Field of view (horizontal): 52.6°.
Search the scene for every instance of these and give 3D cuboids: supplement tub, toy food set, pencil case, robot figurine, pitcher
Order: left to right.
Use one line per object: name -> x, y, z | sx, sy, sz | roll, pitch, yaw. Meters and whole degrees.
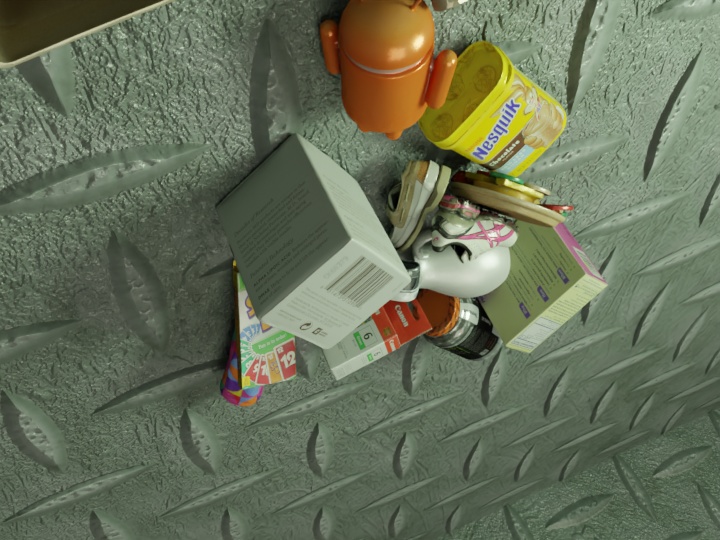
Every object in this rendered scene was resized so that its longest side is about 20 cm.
pencil case -> -0.186, 0.145, 1.243 | 0.086, 0.090, 0.202 | -5, 139, -30
robot figurine -> 0.032, -0.247, 0.861 | 0.115, 0.145, 0.202 | -29, 153, -15
pitcher -> 0.161, -0.024, 1.234 | 0.194, 0.124, 0.172 | -5, 156, -18
supplement tub -> 0.190, 0.097, 1.411 | 0.122, 0.124, 0.198 | -40, 144, 18
toy food set -> 0.234, -0.114, 1.141 | 0.196, 0.197, 0.050 | 16, 95, -32

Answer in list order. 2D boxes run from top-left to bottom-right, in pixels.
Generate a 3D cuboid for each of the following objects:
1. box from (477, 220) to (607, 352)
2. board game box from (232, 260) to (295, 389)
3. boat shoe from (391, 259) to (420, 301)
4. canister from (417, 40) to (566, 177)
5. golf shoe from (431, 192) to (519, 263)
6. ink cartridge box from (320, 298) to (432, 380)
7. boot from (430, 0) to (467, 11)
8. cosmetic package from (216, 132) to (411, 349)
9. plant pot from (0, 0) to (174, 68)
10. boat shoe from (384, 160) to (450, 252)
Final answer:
box -> 0.320, 0.016, 1.352 | 0.095, 0.178, 0.200 | 18, 125, -46
board game box -> -0.149, 0.078, 1.138 | 0.093, 0.030, 0.206 | -7, 102, -28
boat shoe -> 0.000, 0.000, 1.166 | 0.194, 0.072, 0.069 | 8, 122, 2
canister -> 0.195, -0.221, 1.048 | 0.197, 0.088, 0.149 | 15, 128, -47
golf shoe -> 0.176, -0.057, 1.145 | 0.197, 0.072, 0.095 | 12, 99, -44
ink cartridge box -> 0.018, 0.099, 1.303 | 0.196, 0.110, 0.051 | -27, 146, -3
boot -> 0.074, -0.351, 0.766 | 0.196, 0.070, 0.150 | -24, 116, -21
cosmetic package -> -0.066, -0.036, 0.993 | 0.164, 0.203, 0.164 | -39, 144, 15
plant pot -> -0.238, -0.316, 0.539 | 0.196, 0.179, 0.202 | -23, 146, -7
boat shoe -> 0.074, -0.104, 1.127 | 0.067, 0.076, 0.201 | 20, 145, -6
